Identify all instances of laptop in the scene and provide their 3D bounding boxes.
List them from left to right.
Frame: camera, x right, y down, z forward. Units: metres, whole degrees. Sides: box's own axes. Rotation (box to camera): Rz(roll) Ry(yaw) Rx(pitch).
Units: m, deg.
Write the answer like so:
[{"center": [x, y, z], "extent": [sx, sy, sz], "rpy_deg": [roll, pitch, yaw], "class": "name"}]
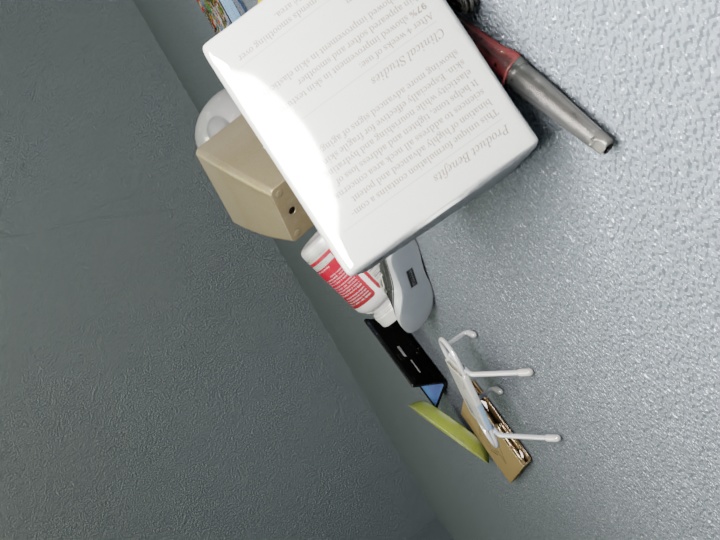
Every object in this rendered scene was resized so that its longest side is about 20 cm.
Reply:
[{"center": [0.088, 0.200, 1.400], "extent": [0.199, 0.104, 0.178], "rpy_deg": [6, -141, -52], "class": "laptop"}]

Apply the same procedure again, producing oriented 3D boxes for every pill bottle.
[{"center": [0.000, 0.000, 1.170], "extent": [0.200, 0.112, 0.112], "rpy_deg": [45, 172, -9], "class": "pill bottle"}]

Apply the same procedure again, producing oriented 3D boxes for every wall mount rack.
[{"center": [0.191, 0.171, 0.944], "extent": [0.202, 0.074, 0.174], "rpy_deg": [62, 173, -22], "class": "wall mount rack"}]

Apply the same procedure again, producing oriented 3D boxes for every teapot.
[{"center": [-0.228, -0.270, 1.364], "extent": [0.146, 0.199, 0.198], "rpy_deg": [42, 154, 19], "class": "teapot"}]

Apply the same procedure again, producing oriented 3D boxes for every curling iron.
[{"center": [0.106, -0.152, 0.480], "extent": [0.201, 0.025, 0.050], "rpy_deg": [55, -179, 22], "class": "curling iron"}]

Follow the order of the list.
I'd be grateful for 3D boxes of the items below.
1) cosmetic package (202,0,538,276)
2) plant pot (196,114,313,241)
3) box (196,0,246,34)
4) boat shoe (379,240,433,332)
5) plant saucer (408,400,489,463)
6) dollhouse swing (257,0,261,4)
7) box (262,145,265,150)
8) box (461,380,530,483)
[{"center": [0.010, -0.125, 0.543], "extent": [0.202, 0.166, 0.166], "rpy_deg": [57, -176, 2], "class": "cosmetic package"}, {"center": [-0.149, -0.175, 1.240], "extent": [0.176, 0.200, 0.201], "rpy_deg": [36, 159, 36], "class": "plant pot"}, {"center": [-0.253, -0.478, 1.229], "extent": [0.138, 0.037, 0.200], "rpy_deg": [60, 170, -11], "class": "box"}, {"center": [0.062, 0.014, 1.065], "extent": [0.068, 0.073, 0.201], "rpy_deg": [41, 160, 45], "class": "boat shoe"}, {"center": [0.188, 0.326, 1.375], "extent": [0.199, 0.031, 0.200], "rpy_deg": [35, 171, 6], "class": "plant saucer"}, {"center": [-0.012, -0.244, 0.772], "extent": [0.179, 0.177, 0.202], "rpy_deg": [2, 137, 25], "class": "dollhouse swing"}, {"center": [-0.053, -0.141, 0.988], "extent": [0.199, 0.044, 0.160], "rpy_deg": [41, -171, -15], "class": "box"}, {"center": [0.240, 0.297, 1.209], "extent": [0.164, 0.021, 0.201], "rpy_deg": [55, 170, 24], "class": "box"}]
